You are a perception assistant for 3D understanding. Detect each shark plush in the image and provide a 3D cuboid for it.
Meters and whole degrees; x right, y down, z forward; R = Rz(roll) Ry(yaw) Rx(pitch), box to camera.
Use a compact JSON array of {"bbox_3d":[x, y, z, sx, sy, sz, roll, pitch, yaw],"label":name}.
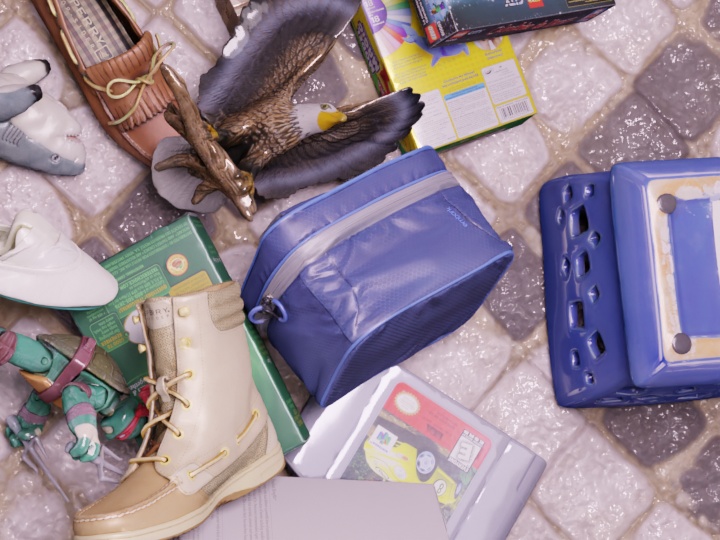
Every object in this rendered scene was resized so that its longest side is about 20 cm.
[{"bbox_3d":[-0.316,-0.107,1.089,0.199,0.091,0.084,-8,114,-17],"label":"shark plush"}]

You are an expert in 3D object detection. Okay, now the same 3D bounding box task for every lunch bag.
[{"bbox_3d":[0.000,0.000,1.084,0.199,0.136,0.133,-27,71,-32],"label":"lunch bag"}]

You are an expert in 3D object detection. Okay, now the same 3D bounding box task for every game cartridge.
[{"bbox_3d":[0.039,0.161,1.142,0.199,0.041,0.134,32,81,-6],"label":"game cartridge"}]

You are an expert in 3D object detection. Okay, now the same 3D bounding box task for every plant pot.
[{"bbox_3d":[0.268,0.004,1.137,0.199,0.180,0.201,-3,84,-11],"label":"plant pot"}]

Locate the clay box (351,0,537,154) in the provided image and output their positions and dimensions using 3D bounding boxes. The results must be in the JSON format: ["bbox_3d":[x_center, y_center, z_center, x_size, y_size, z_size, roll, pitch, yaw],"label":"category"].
[{"bbox_3d":[0.058,-0.203,1.187,0.114,0.048,0.201,-20,86,-15],"label":"clay box"}]

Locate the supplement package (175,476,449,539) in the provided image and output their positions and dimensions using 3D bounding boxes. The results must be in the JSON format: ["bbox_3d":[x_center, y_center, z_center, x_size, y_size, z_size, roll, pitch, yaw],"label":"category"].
[{"bbox_3d":[-0.039,0.234,1.045,0.199,0.121,0.120,4,111,-7],"label":"supplement package"}]

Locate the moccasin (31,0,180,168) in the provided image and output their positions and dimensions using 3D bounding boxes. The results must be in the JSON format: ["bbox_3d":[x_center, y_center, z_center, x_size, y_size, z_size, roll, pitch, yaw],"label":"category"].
[{"bbox_3d":[-0.187,-0.164,1.113,0.073,0.078,0.202,-29,91,-17],"label":"moccasin"}]

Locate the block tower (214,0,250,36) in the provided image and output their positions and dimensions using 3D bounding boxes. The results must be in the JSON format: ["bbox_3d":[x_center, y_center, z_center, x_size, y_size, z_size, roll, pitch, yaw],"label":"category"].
[{"bbox_3d":[-0.114,-0.282,1.158,0.058,0.054,0.201,-27,89,-15],"label":"block tower"}]

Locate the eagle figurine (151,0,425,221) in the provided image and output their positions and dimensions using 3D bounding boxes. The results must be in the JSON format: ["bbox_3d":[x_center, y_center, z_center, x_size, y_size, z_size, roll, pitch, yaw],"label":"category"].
[{"bbox_3d":[-0.057,-0.121,1.084,0.150,0.152,0.200,27,45,18],"label":"eagle figurine"}]

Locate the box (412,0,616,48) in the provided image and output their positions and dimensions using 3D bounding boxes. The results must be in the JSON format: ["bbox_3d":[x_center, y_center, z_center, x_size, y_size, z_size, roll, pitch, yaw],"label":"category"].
[{"bbox_3d":[0.115,-0.267,1.171,0.199,0.038,0.137,-16,85,-39],"label":"box"}]

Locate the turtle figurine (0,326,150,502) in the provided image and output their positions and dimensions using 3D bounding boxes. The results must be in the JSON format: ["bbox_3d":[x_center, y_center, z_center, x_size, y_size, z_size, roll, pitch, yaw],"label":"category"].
[{"bbox_3d":[-0.230,0.090,1.041,0.200,0.150,0.101,39,62,-15],"label":"turtle figurine"}]

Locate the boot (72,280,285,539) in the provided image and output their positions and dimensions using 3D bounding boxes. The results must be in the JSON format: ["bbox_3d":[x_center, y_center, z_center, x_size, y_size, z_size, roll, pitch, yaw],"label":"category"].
[{"bbox_3d":[-0.135,0.097,0.974,0.200,0.072,0.156,-23,105,-51],"label":"boot"}]

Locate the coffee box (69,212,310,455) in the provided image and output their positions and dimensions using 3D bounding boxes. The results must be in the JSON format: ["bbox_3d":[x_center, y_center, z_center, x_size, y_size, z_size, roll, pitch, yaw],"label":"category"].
[{"bbox_3d":[-0.137,0.072,1.097,0.123,0.044,0.201,-29,88,4],"label":"coffee box"}]

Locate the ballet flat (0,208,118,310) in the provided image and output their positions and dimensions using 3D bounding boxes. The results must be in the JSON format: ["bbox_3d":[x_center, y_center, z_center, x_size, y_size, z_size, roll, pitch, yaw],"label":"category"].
[{"bbox_3d":[-0.271,-0.020,1.025,0.199,0.069,0.070,12,80,-14],"label":"ballet flat"}]
